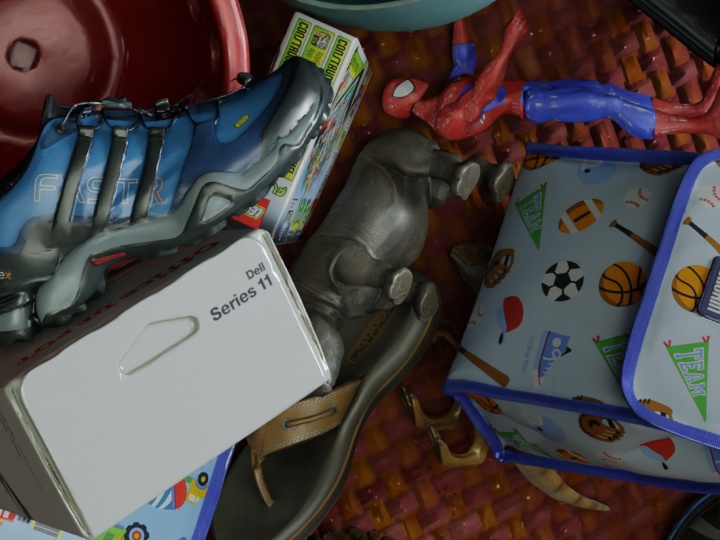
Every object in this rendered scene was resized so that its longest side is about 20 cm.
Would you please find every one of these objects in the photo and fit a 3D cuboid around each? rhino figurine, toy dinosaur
[{"bbox_3d":[0.000,0.000,1.052,0.201,0.087,0.060,-55,141,-19],"label":"rhino figurine"},{"bbox_3d":[0.087,0.085,1.120,0.105,0.060,0.202,-23,105,-13],"label":"toy dinosaur"}]

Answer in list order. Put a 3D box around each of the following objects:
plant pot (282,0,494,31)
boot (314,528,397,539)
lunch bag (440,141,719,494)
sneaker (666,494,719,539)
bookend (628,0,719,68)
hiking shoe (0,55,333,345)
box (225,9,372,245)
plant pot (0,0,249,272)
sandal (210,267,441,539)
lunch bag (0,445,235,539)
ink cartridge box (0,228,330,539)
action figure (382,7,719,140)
[{"bbox_3d":[0.025,-0.205,0.944,0.198,0.135,0.203,-4,76,15],"label":"plant pot"},{"bbox_3d":[-0.041,0.224,1.059,0.199,0.075,0.108,-9,118,-55],"label":"boot"},{"bbox_3d":[0.166,0.025,1.025,0.124,0.198,0.172,46,59,-51],"label":"lunch bag"},{"bbox_3d":[0.252,0.165,1.150,0.070,0.083,0.200,23,119,-22],"label":"sneaker"},{"bbox_3d":[0.190,-0.192,0.983,0.198,0.200,0.093,34,88,-21],"label":"bookend"},{"bbox_3d":[-0.105,-0.049,0.838,0.199,0.074,0.087,-33,106,-5],"label":"hiking shoe"},{"bbox_3d":[-0.033,-0.071,0.987,0.034,0.200,0.111,23,93,1],"label":"box"},{"bbox_3d":[-0.164,-0.105,0.945,0.198,0.182,0.203,-2,98,-11],"label":"plant pot"},{"bbox_3d":[-0.027,0.076,1.069,0.201,0.082,0.055,-53,130,-5],"label":"sandal"},{"bbox_3d":[-0.142,0.073,1.044,0.149,0.094,0.202,23,83,-16],"label":"lunch bag"},{"bbox_3d":[-0.126,0.049,0.905,0.146,0.199,0.084,-33,104,-24],"label":"ink cartridge box"},{"bbox_3d":[0.109,-0.123,1.069,0.197,0.065,0.100,-3,105,6],"label":"action figure"}]
